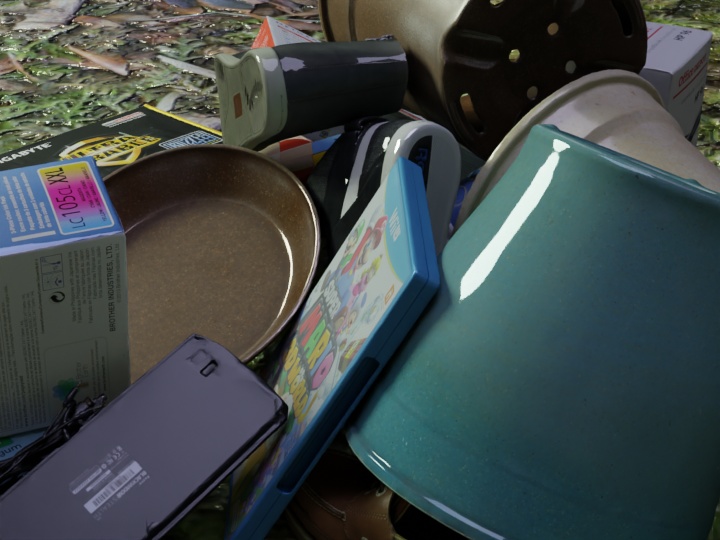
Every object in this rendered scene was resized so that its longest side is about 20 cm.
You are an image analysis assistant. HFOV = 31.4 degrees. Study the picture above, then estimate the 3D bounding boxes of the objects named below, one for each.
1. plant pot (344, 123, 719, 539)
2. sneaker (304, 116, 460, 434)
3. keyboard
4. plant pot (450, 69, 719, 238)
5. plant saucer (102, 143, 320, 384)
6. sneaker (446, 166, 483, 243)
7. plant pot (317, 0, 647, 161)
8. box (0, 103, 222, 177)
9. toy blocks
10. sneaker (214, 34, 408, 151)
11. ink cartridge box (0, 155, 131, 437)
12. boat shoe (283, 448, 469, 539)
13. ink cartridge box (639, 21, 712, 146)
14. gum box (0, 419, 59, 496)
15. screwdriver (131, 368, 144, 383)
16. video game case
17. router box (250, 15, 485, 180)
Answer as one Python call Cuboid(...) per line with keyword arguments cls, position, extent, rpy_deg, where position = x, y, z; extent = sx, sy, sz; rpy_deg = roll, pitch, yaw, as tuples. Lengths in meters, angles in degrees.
Cuboid(cls="plant pot", position=(0.116, 0.033, 0.664), extent=(0.199, 0.189, 0.200), rpy_deg=(20, 10, -4))
Cuboid(cls="sneaker", position=(0.000, 0.000, 0.835), extent=(0.073, 0.202, 0.112), rpy_deg=(15, 0, -34))
Cuboid(cls="keyboard", position=(-0.139, 0.115, 0.692), extent=(0.200, 0.040, 0.104), rpy_deg=(-40, 66, -22))
Cuboid(cls="plant pot", position=(0.189, 0.003, 0.818), extent=(0.199, 0.202, 0.183), rpy_deg=(-20, 45, -33))
Cuboid(cls="plant saucer", position=(-0.118, 0.005, 0.832), extent=(0.199, 0.037, 0.202), rpy_deg=(-7, 53, 10))
Cuboid(cls="sneaker", position=(0.104, -0.035, 0.929), extent=(0.076, 0.077, 0.200), rpy_deg=(51, 19, 7))
Cuboid(cls="plant pot", position=(0.091, -0.178, 0.909), extent=(0.199, 0.202, 0.198), rpy_deg=(-9, 28, -16))
Cuboid(cls="box", position=(-0.207, -0.077, 1.090), extent=(0.159, 0.050, 0.199), rpy_deg=(25, 37, 35))
Cuboid(cls="toy blocks", position=(-0.060, -0.054, 0.956), extent=(0.136, 0.101, 0.200), rpy_deg=(-16, 25, 2))
Cuboid(cls="sneaker", position=(-0.039, -0.122, 0.900), extent=(0.105, 0.075, 0.200), rpy_deg=(-8, 9, -17))
Cuboid(cls="ink cartridge box", position=(-0.231, 0.027, 0.697), extent=(0.199, 0.137, 0.076), rpy_deg=(-13, 43, -22))
Cuboid(cls="boat shoe", position=(0.030, 0.135, 0.674), extent=(0.072, 0.068, 0.199), rpy_deg=(-23, 36, -36))
Cuboid(cls="ink cartridge box", position=(0.225, -0.122, 1.013), extent=(0.067, 0.201, 0.116), rpy_deg=(14, 31, 25))
Cuboid(cls="gum box", position=(-0.281, 0.102, 0.760), extent=(0.169, 0.045, 0.200), rpy_deg=(-21, 34, -33))
Cuboid(cls="screwdriver", position=(-0.108, 0.057, 0.864), extent=(0.199, 0.028, 0.029), rpy_deg=(-24, 67, -38))
Cuboid(cls="video game case", position=(-0.020, 0.046, 0.720), extent=(0.018, 0.201, 0.143), rpy_deg=(27, 24, -15))
Cuboid(cls="router box", position=(0.003, -0.136, 1.092), extent=(0.199, 0.049, 0.180), rpy_deg=(24, 17, -15))
